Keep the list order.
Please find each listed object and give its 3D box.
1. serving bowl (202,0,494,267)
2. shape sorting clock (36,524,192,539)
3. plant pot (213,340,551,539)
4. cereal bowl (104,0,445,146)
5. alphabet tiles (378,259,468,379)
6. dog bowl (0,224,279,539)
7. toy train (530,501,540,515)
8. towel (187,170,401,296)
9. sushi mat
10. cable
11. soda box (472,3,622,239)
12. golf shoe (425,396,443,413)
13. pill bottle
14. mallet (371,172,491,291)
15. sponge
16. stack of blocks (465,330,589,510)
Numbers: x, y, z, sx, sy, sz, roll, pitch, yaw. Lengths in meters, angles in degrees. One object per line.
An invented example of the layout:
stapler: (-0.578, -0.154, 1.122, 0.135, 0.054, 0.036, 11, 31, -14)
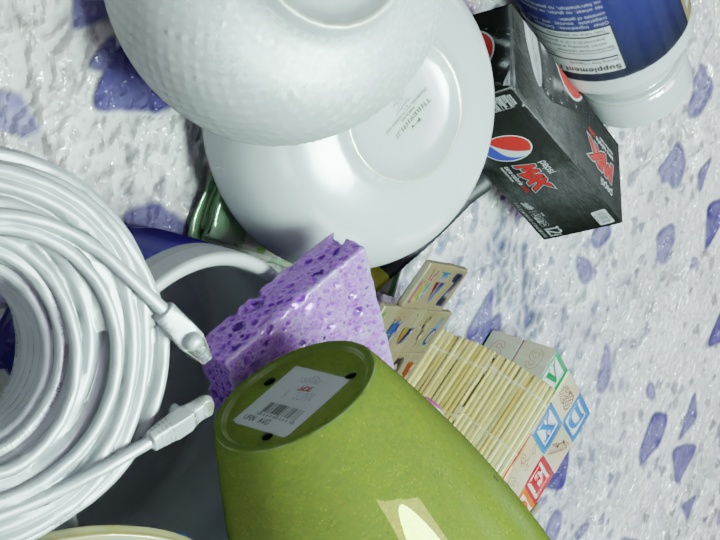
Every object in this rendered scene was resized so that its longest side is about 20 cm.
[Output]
serving bowl: (0.007, -0.096, 1.162, 0.200, 0.066, 0.200, -5, 98, -36)
shape sorting clock: (-0.160, 0.201, 1.054, 0.200, 0.039, 0.200, -16, 142, -13)
plant pot: (0.006, 0.144, 1.062, 0.187, 0.187, 0.200, -45, 122, -33)
cereal bowl: (-0.034, -0.168, 1.050, 0.200, 0.083, 0.200, 1, 87, -27)
alphabet tiles: (-0.001, 0.078, 1.257, 0.200, 0.006, 0.166, -56, 165, 8)
dog bowl: (-0.120, 0.078, 1.112, 0.200, 0.079, 0.200, -25, 123, -46)
toy train: (0.066, 0.252, 1.344, 0.116, 0.085, 0.200, -47, -173, 39)
towel: (-0.021, -0.069, 1.235, 0.200, 0.023, 0.153, 17, 90, -53)
sushi mat: (0.044, 0.135, 1.351, 0.200, 0.096, 0.012, -55, 163, -23)
cable: (-0.192, 0.037, 0.946, 0.200, 0.069, 0.200, -37, 109, -17)
soda box: (0.114, -0.097, 1.350, 0.200, 0.063, 0.071, 42, 42, -53)
golf shoe: (0.008, 0.159, 1.276, 0.200, 0.091, 0.075, -43, 161, -40)
pill bottle: (0.164, -0.192, 1.355, 0.111, 0.111, 0.200, -56, 142, -22)
mallet: (0.000, 0.000, 1.237, 0.200, 0.066, 0.041, -50, 159, -21)
sponge: (-0.024, 0.088, 1.144, 0.112, 0.030, 0.200, -40, 135, -29)
stack of blocks: (0.079, 0.143, 1.426, 0.200, 0.059, 0.115, -56, 142, -22)
